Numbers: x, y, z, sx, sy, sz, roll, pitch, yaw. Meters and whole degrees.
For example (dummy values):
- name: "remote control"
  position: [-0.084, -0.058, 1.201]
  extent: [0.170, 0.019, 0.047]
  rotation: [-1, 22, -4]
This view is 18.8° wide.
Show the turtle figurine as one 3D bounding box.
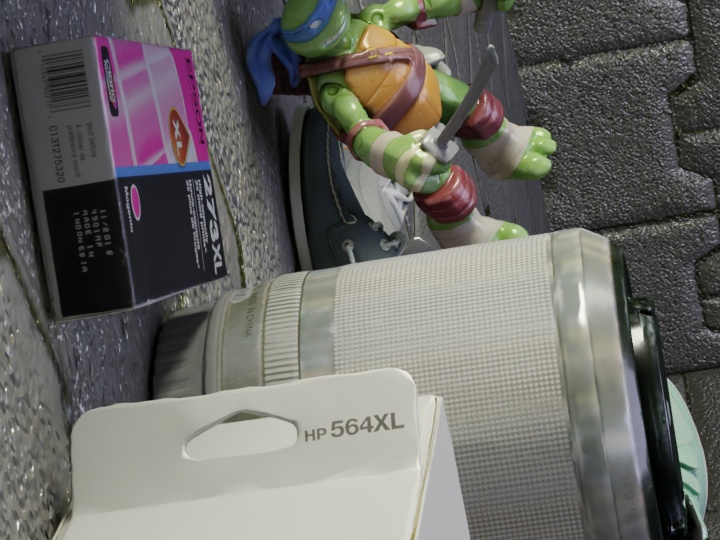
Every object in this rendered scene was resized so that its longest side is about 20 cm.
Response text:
- name: "turtle figurine"
  position: [0.058, -0.092, 1.172]
  extent: [0.194, 0.199, 0.144]
  rotation: [47, 21, -44]

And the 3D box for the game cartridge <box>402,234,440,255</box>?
- name: "game cartridge"
  position: [0.074, 0.044, 1.390]
  extent: [0.038, 0.129, 0.200]
  rotation: [-54, 174, -12]

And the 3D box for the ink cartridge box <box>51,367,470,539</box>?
- name: "ink cartridge box"
  position: [-0.025, 0.140, 0.719]
  extent: [0.125, 0.128, 0.201]
  rotation: [-75, 154, -69]

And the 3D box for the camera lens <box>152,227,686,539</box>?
- name: "camera lens"
  position: [0.029, 0.073, 0.899]
  extent: [0.160, 0.199, 0.161]
  rotation: [-9, 90, -81]

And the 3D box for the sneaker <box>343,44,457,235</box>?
- name: "sneaker"
  position: [0.022, -0.077, 1.370]
  extent: [0.076, 0.092, 0.201]
  rotation: [72, 13, -48]

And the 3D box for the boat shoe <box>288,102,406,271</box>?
- name: "boat shoe"
  position: [0.000, 0.000, 1.247]
  extent: [0.073, 0.061, 0.201]
  rotation: [15, 66, -79]

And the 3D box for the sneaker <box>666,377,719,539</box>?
- name: "sneaker"
  position: [0.180, 0.124, 1.297]
  extent: [0.118, 0.073, 0.201]
  rotation: [94, -1, -55]

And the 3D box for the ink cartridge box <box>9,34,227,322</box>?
- name: "ink cartridge box"
  position: [-0.084, -0.037, 0.831]
  extent: [0.200, 0.037, 0.095]
  rotation: [-31, 112, -83]
